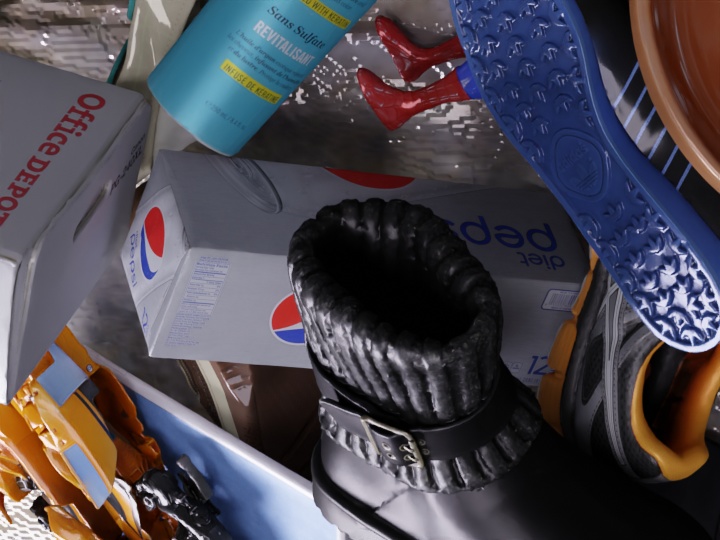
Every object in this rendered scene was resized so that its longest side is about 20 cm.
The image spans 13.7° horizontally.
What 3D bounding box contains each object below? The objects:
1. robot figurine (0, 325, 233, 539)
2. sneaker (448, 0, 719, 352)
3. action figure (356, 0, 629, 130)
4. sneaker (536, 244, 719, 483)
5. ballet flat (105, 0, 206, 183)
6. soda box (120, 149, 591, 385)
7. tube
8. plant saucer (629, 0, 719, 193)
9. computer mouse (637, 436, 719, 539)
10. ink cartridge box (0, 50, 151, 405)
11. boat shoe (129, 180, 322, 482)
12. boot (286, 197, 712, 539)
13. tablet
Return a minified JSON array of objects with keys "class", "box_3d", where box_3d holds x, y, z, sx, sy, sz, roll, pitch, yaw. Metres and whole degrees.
[{"class":"robot figurine","box_3d":[-0.134,0.104,1.426,0.201,0.058,0.145,56,148,-12]},{"class":"sneaker","box_3d":[0.111,-0.066,1.217,0.070,0.078,0.201,-30,90,50]},{"class":"action figure","box_3d":[0.081,-0.134,1.258,0.199,0.065,0.099,-16,124,25]},{"class":"sneaker","box_3d":[0.137,-0.002,1.283,0.078,0.077,0.201,2,103,-32]},{"class":"ballet flat","box_3d":[-0.081,-0.099,1.332,0.069,0.070,0.201,22,125,3]},{"class":"soda box","box_3d":[0.000,0.000,1.313,0.199,0.068,0.064,6,129,-24]},{"class":"tube","box_3d":[-0.009,-0.138,1.267,0.077,0.050,0.200,30,109,-38]},{"class":"plant saucer","box_3d":[0.202,-0.106,1.192,0.200,0.201,0.032,35,169,-6]},{"class":"computer mouse","box_3d":[0.162,0.175,1.440,0.140,0.046,0.201,20,125,6]},{"class":"ink cartridge box","box_3d":[-0.208,-0.037,1.284,0.199,0.145,0.084,17,126,10]},{"class":"boat shoe","box_3d":[-0.054,0.034,1.415,0.075,0.075,0.203,34,153,47]},{"class":"boot","box_3d":[0.062,0.068,1.232,0.210,0.080,0.158,21,138,20]},{"class":"tablet","box_3d":[-0.081,0.108,1.436,0.199,0.014,0.131,29,142,26]}]
